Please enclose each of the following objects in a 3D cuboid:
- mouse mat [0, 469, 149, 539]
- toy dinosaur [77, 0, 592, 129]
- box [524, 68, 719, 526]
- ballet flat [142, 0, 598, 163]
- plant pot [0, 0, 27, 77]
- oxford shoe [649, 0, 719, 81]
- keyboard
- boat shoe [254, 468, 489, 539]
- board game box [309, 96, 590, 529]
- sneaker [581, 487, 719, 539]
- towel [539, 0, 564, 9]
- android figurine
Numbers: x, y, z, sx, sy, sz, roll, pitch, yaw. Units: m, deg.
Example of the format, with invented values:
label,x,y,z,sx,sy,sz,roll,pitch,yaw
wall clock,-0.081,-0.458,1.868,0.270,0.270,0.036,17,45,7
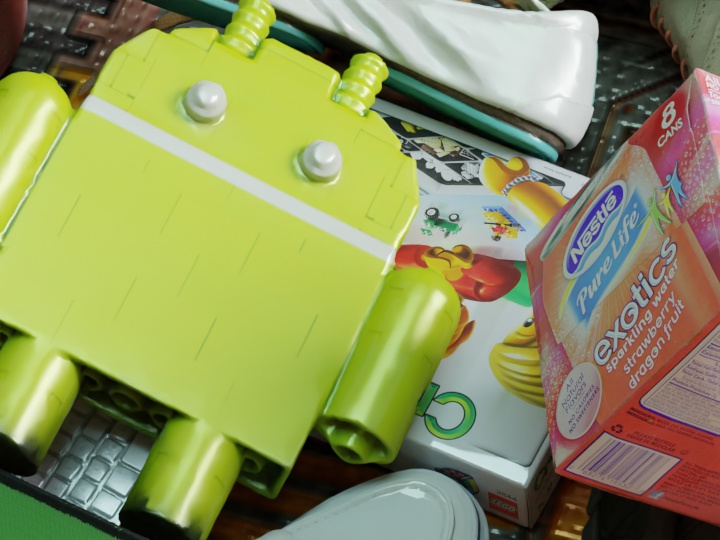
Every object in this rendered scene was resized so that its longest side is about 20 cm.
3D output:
label,x,y,z,sx,sy,sz,roll,pitch,yaw
mouse mat,-0.134,0.159,0.886,0.160,0.008,0.201,20,71,39
toy dinosaur,-0.002,-0.103,1.122,0.199,0.061,0.107,14,54,13
box,0.164,0.027,0.926,0.199,0.103,0.095,18,45,-26
ballet flat,-0.002,-0.104,1.071,0.199,0.070,0.070,22,54,6
plant pot,-0.209,-0.160,1.087,0.199,0.196,0.202,-1,51,2
oxford shoe,0.146,-0.084,1.108,0.073,0.071,0.201,-2,44,29
keyboard,-0.067,0.014,1.017,0.056,0.011,0.201,24,66,20
boat shoe,-0.030,0.124,0.932,0.073,0.067,0.200,34,59,25
board game box,0.000,0.000,1.046,0.199,0.035,0.127,21,61,18
sneaker,0.116,0.111,0.949,0.079,0.076,0.201,17,52,-10
towel,0.147,-0.184,1.148,0.037,0.148,0.200,49,55,-17
android figurine,-0.054,-0.006,0.989,0.181,0.041,0.201,28,63,0
